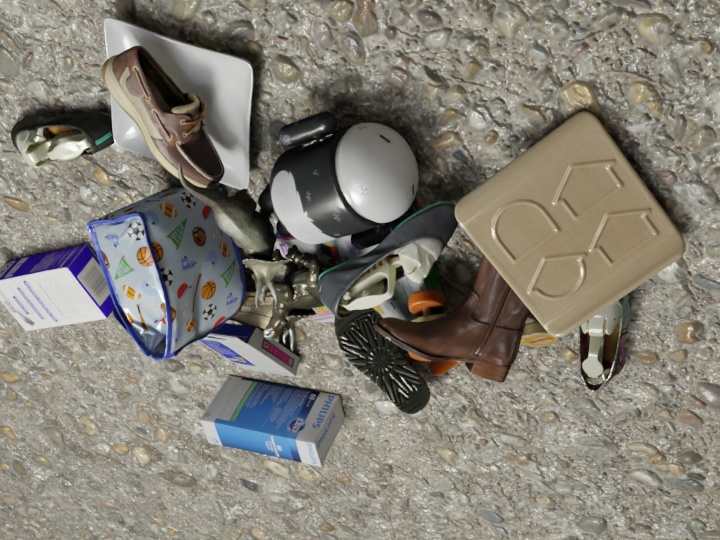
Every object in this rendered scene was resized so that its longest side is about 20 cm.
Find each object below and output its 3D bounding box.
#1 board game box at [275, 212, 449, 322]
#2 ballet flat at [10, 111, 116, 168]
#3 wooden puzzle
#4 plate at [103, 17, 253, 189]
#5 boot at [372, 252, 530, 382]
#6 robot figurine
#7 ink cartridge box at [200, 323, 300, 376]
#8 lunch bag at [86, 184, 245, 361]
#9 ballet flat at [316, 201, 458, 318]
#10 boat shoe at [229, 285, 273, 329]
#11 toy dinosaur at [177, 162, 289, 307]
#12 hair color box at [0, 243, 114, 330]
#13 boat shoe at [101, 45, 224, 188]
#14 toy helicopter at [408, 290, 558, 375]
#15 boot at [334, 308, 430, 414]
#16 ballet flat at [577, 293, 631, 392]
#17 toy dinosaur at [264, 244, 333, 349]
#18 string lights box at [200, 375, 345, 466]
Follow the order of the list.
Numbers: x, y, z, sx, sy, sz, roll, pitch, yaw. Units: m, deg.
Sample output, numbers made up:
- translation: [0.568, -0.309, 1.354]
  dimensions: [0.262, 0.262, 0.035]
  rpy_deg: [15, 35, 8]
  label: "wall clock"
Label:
- translation: [0.000, 0.000, 1.362]
  dimensions: [0.199, 0.040, 0.153]
  rpy_deg: [-2, 129, 30]
  label: "board game box"
- translation: [-0.420, -0.178, 1.400]
  dimensions: [0.200, 0.068, 0.068]
  rpy_deg: [-6, 127, 32]
  label: "ballet flat"
- translation: [0.232, -0.050, 1.146]
  dimensions: [0.185, 0.046, 0.200]
  rpy_deg: [-36, 105, 14]
  label: "wooden puzzle"
- translation: [-0.222, -0.211, 1.288]
  dimensions: [0.199, 0.032, 0.200]
  rpy_deg: [20, 136, 11]
  label: "plate"
- translation: [0.129, 0.013, 1.201]
  dimensions: [0.186, 0.064, 0.200]
  rpy_deg: [18, 100, -19]
  label: "boot"
- translation: [-0.025, -0.103, 1.222]
  dimensions: [0.200, 0.125, 0.150]
  rpy_deg: [-15, 159, 38]
  label: "robot figurine"
- translation: [-0.171, 0.109, 1.497]
  dimensions: [0.094, 0.037, 0.200]
  rpy_deg: [6, 163, 24]
  label: "ink cartridge box"
- translation: [-0.247, -0.001, 1.363]
  dimensions: [0.124, 0.170, 0.201]
  rpy_deg: [-7, 108, 36]
  label: "lunch bag"
- translation: [0.039, -0.004, 1.202]
  dimensions: [0.200, 0.073, 0.073]
  rpy_deg: [-31, 114, 16]
  label: "ballet flat"
- translation: [-0.188, 0.037, 1.489]
  dimensions: [0.199, 0.071, 0.065]
  rpy_deg: [11, 99, 16]
  label: "boat shoe"
- translation: [-0.144, -0.060, 1.251]
  dimensions: [0.077, 0.102, 0.200]
  rpy_deg: [-31, 119, -1]
  label: "toy dinosaur"
- translation: [-0.485, 0.029, 1.635]
  dimensions: [0.200, 0.065, 0.109]
  rpy_deg: [-10, 125, 32]
  label: "hair color box"
- translation: [-0.223, -0.185, 1.242]
  dimensions: [0.072, 0.072, 0.200]
  rpy_deg: [-20, 116, 35]
  label: "boat shoe"
- translation: [0.152, 0.088, 1.313]
  dimensions: [0.199, 0.079, 0.132]
  rpy_deg: [-1, 152, 3]
  label: "toy helicopter"
- translation: [0.032, 0.117, 1.382]
  dimensions: [0.072, 0.200, 0.182]
  rpy_deg: [-33, 89, 4]
  label: "boot"
- translation: [0.291, 0.072, 1.251]
  dimensions: [0.069, 0.071, 0.200]
  rpy_deg: [8, 133, 23]
  label: "ballet flat"
- translation: [-0.062, 0.016, 1.331]
  dimensions: [0.200, 0.077, 0.102]
  rpy_deg: [-30, 129, 32]
  label: "toy dinosaur"
- translation: [-0.137, 0.233, 1.610]
  dimensions: [0.199, 0.103, 0.059]
  rpy_deg: [8, 133, 22]
  label: "string lights box"
